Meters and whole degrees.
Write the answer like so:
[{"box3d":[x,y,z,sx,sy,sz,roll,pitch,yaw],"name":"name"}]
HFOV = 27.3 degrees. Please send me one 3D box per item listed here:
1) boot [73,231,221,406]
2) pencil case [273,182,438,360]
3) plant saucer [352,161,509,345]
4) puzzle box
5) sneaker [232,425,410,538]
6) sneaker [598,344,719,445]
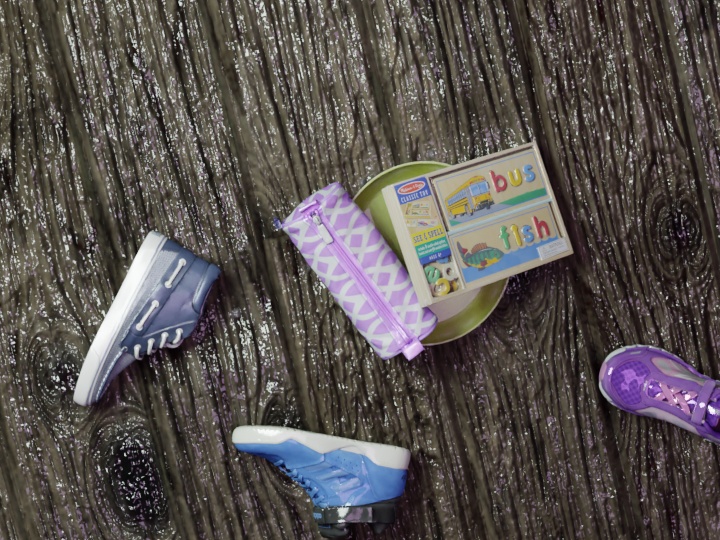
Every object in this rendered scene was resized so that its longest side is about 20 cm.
[{"box3d":[-0.227,0.066,1.584,0.090,0.073,0.202,26,91,-3],"name":"boot"},{"box3d":[0.000,0.000,1.571,0.084,0.085,0.201,-39,99,-3],"name":"pencil case"},{"box3d":[0.068,-0.019,1.635,0.198,0.031,0.203,-1,95,-8],"name":"plant saucer"},{"box3d":[0.128,-0.053,1.595,0.198,0.025,0.134,-19,88,-29],"name":"puzzle box"},{"box3d":[-0.048,0.234,1.618,0.198,0.077,0.113,11,84,-14],"name":"sneaker"},{"box3d":[0.364,0.143,1.657,0.198,0.088,0.081,21,93,-7],"name":"sneaker"}]
